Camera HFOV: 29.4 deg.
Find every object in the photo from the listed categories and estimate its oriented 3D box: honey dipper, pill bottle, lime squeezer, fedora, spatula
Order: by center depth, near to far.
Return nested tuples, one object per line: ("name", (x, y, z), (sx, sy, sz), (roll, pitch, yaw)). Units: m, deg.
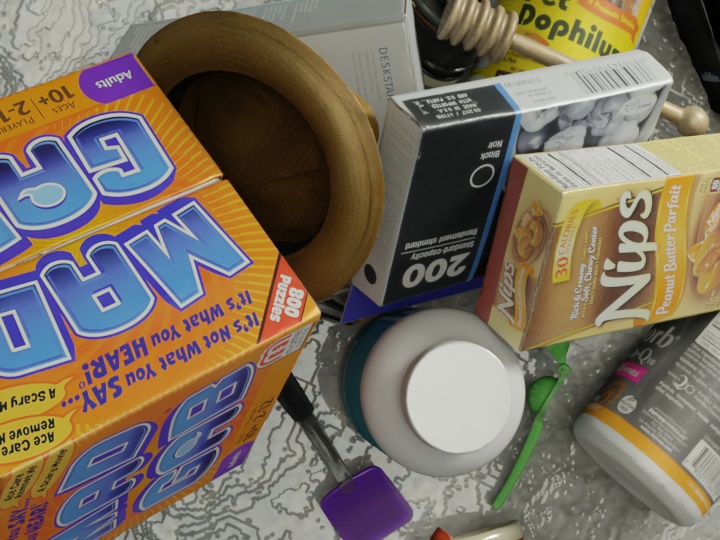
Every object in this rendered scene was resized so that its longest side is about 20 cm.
("fedora", (-0.054, -0.076, 0.844), (0.082, 0.200, 0.202), (-36, 94, -46))
("honey dipper", (0.148, -0.136, 0.936), (0.198, 0.038, 0.038), (23, 86, -9))
("pill bottle", (0.048, 0.081, 0.941), (0.110, 0.200, 0.112), (0, 89, -7))
("spatula", (-0.032, 0.121, 1.000), (0.056, 0.021, 0.201), (-33, 103, 0))
("pill bottle", (0.154, -0.185, 1.008), (0.108, 0.109, 0.202), (22, 86, -6))
("pill bottle", (0.260, 0.079, 1.013), (0.116, 0.116, 0.200), (42, 83, -5))
("lime squeezer", (0.126, 0.078, 1.034), (0.070, 0.038, 0.202), (-5, 90, -8))

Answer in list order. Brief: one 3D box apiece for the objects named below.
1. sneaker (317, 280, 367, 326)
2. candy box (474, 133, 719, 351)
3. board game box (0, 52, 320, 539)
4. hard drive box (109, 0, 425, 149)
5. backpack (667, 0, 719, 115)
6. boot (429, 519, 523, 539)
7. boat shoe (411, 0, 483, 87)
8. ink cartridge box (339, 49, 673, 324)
("sneaker", (0.000, 0.000, 1.005), (0.198, 0.078, 0.078), (-11, 97, -1))
("candy box", (0.178, -0.022, 0.905), (0.199, 0.055, 0.116), (-9, 124, -33))
("board game box", (-0.179, 0.037, 0.799), (0.199, 0.200, 0.200), (-27, 70, -32))
("hard drive box", (-0.053, -0.098, 0.939), (0.198, 0.077, 0.157), (-6, 117, 7))
("backpack", (0.317, -0.210, 1.019), (0.126, 0.167, 0.201), (-30, 89, -27))
("boot", (0.043, 0.248, 1.006), (0.198, 0.075, 0.108), (-13, 87, -16))
("boat shoe", (0.033, -0.233, 0.994), (0.073, 0.063, 0.203), (-15, 71, -34))
("ink cartridge box", (0.093, -0.042, 0.912), (0.197, 0.201, 0.044), (-15, 50, -27))
